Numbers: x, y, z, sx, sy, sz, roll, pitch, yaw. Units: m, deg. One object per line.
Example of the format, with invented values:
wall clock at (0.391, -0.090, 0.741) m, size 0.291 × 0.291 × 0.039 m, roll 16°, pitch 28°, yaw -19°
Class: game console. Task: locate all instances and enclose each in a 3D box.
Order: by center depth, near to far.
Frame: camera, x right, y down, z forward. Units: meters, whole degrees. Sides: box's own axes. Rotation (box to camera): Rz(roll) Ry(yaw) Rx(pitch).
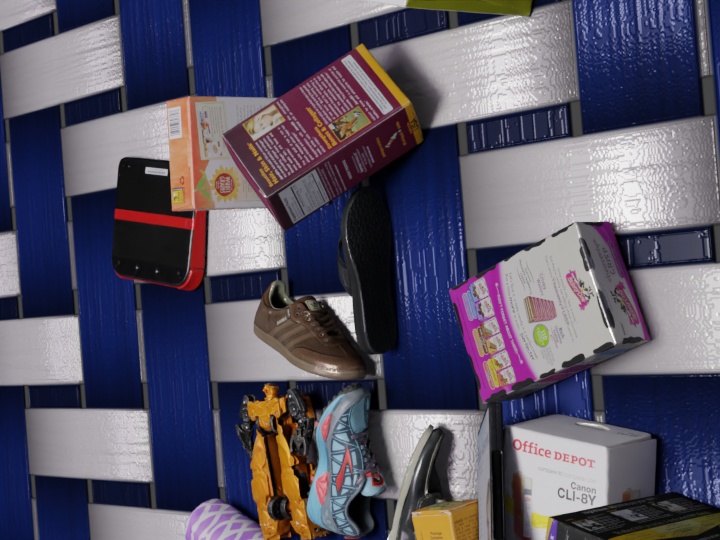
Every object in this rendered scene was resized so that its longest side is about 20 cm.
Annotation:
game console at (-0.283, -0.067, 2.178) m, size 0.200 × 0.031 × 0.177 m, roll 9°, pitch 94°, yaw 46°

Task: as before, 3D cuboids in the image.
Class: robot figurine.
robot figurine at (-0.095, 0.242, 1.970) m, size 0.145 × 0.058 × 0.200 m, roll -11°, pitch 85°, yaw 47°

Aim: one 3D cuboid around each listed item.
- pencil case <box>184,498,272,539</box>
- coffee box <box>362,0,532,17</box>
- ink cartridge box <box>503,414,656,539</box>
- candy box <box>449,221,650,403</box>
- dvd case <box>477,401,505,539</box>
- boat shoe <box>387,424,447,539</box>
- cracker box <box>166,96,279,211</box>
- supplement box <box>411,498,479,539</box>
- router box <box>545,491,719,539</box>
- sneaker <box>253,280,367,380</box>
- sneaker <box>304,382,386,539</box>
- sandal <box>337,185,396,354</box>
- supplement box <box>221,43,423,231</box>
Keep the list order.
pencil case at (-0.147, 0.376, 2.023) m, size 0.200 × 0.084 × 0.086 m, roll 33°, pitch 149°, yaw 42°
coffee box at (0.064, -0.385, 1.653) m, size 0.198 × 0.200 × 0.200 m, roll 19°, pitch 107°, yaw 44°
ink cartridge box at (0.223, 0.262, 1.608) m, size 0.145 × 0.083 × 0.200 m, roll 7°, pitch 98°, yaw 48°
candy box at (0.197, 0.046, 1.639) m, size 0.200 × 0.061 × 0.136 m, roll -30°, pitch 71°, yaw 45°
dvd case at (0.139, 0.254, 1.648) m, size 0.143 × 0.018 × 0.200 m, roll 91°, pitch 180°, yaw -69°
boat shoe at (0.074, 0.277, 1.799) m, size 0.068 × 0.072 × 0.200 m, roll 13°, pitch 97°, yaw 7°
cracker box at (-0.135, -0.142, 1.882) m, size 0.058 × 0.200 × 0.134 m, roll -2°, pitch 91°, yaw 53°
supplement box at (0.118, 0.359, 1.729) m, size 0.067 × 0.069 × 0.200 m, roll -12°, pitch 91°, yaw 47°
router box at (0.294, 0.265, 1.446) m, size 0.157 × 0.200 × 0.052 m, roll 17°, pitch 104°, yaw 46°
sneaker at (-0.065, 0.074, 1.917) m, size 0.200 × 0.070 × 0.076 m, roll 25°, pitch 110°, yaw 43°
sneaker at (-0.001, 0.232, 1.868) m, size 0.096 × 0.079 × 0.200 m, roll 24°, pitch 119°, yaw 34°
sandal at (-0.001, 0.001, 1.838) m, size 0.048 × 0.075 × 0.201 m, roll -3°, pitch 91°, yaw 43°
supplement box at (-0.043, -0.153, 1.787) m, size 0.200 × 0.086 × 0.110 m, roll -34°, pitch 59°, yaw -5°
